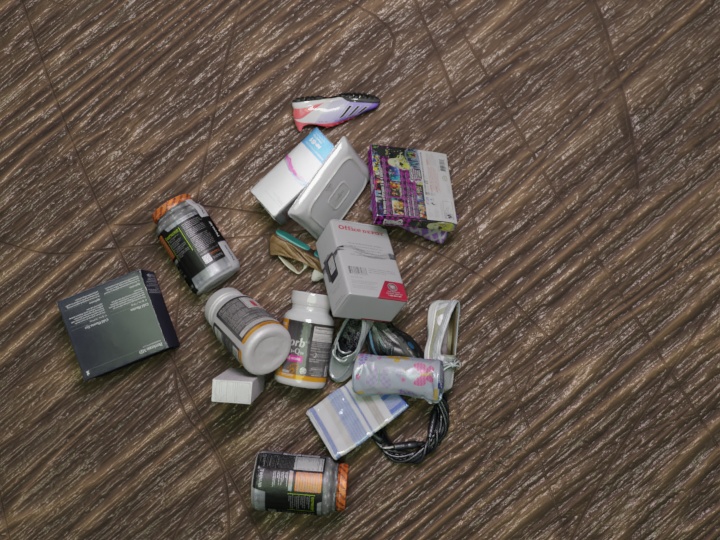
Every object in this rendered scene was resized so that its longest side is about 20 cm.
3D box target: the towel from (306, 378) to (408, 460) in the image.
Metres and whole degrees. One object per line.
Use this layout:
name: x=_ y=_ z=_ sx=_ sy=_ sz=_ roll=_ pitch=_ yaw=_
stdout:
towel: x=-0.010 y=0.302 z=1.638 sx=0.199 sy=0.024 sz=0.147 roll=-35 pitch=49 yaw=-2

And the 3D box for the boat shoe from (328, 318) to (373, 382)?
boat shoe: x=-0.032 y=0.162 z=1.630 sx=0.070 sy=0.071 sz=0.202 roll=30 pitch=114 yaw=16

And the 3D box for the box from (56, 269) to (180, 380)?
box: x=-0.529 y=0.119 z=1.654 sx=0.199 sy=0.104 sz=0.183 roll=-20 pitch=86 yaw=0

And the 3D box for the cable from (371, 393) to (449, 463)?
cable: x=0.117 y=0.328 z=1.659 sx=0.200 sy=0.051 sz=0.163 roll=-42 pitch=85 yaw=-3

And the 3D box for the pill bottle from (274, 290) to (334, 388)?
pill bottle: x=-0.118 y=0.149 z=1.640 sx=0.115 sy=0.116 sz=0.202 roll=8 pitch=87 yaw=1

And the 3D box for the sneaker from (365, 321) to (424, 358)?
sneaker: x=0.068 y=0.168 z=1.668 sx=0.200 sy=0.073 sz=0.082 roll=46 pitch=106 yaw=8

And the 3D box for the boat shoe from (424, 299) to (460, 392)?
boat shoe: x=0.186 y=0.164 z=1.645 sx=0.064 sy=0.074 sz=0.204 roll=-6 pitch=75 yaw=42

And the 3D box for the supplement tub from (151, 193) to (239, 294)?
supplement tub: x=-0.364 y=-0.059 z=1.651 sx=0.122 sy=0.123 sz=0.201 roll=-33 pitch=88 yaw=-1

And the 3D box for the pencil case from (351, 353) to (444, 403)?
pencil case: x=0.081 y=0.227 z=1.593 sx=0.198 sy=0.083 sz=0.092 roll=4 pitch=99 yaw=14

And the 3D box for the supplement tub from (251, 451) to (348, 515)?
supplement tub: x=-0.128 y=0.457 z=1.615 sx=0.198 sy=0.123 sz=0.124 roll=5 pitch=87 yaw=1

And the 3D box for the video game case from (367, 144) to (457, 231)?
video game case: x=0.110 y=-0.180 z=1.626 sx=0.180 sy=0.036 sz=0.201 roll=5 pitch=56 yaw=-14

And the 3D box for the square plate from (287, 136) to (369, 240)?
square plate: x=-0.055 y=-0.165 z=1.616 sx=0.028 sy=0.198 sz=0.201 roll=35 pitch=88 yaw=22

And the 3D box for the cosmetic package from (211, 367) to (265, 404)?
cosmetic package: x=-0.255 y=0.243 z=1.595 sx=0.082 sy=0.200 sz=0.051 roll=6 pitch=89 yaw=1

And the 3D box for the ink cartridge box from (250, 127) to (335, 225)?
ink cartridge box: x=-0.136 y=-0.201 z=1.643 sx=0.200 sy=0.145 sz=0.085 roll=-45 pitch=87 yaw=-2

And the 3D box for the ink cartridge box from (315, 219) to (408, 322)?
ink cartridge box: x=0.000 y=0.000 z=1.593 sx=0.144 sy=0.084 sz=0.201 roll=8 pitch=48 yaw=-29

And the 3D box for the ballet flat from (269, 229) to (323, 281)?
ballet flat: x=-0.116 y=-0.020 z=1.679 sx=0.199 sy=0.068 sz=0.073 roll=24 pitch=107 yaw=1

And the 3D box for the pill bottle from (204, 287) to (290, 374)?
pill bottle: x=-0.243 y=0.123 z=1.595 sx=0.117 sy=0.116 sz=0.200 roll=-52 pitch=47 yaw=-2

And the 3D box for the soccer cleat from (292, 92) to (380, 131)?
soccer cleat: x=-0.054 y=-0.359 z=1.698 sx=0.198 sy=0.068 sz=0.074 roll=-5 pitch=111 yaw=-3

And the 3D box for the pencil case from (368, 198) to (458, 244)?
pencil case: x=0.114 y=-0.132 z=1.672 sx=0.199 sy=0.086 sz=0.084 roll=27 pitch=125 yaw=2
